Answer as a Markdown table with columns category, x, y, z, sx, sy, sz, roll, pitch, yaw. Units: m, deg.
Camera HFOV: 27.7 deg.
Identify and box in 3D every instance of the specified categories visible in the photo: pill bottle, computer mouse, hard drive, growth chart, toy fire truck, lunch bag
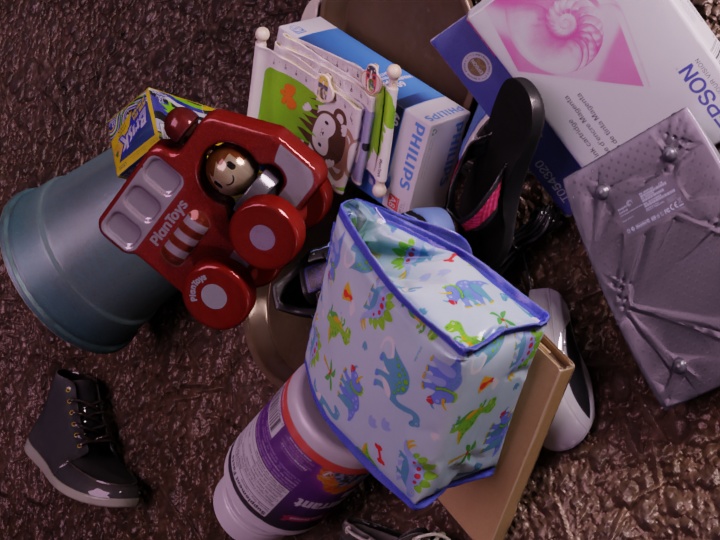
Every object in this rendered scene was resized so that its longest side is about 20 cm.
| category | x | y | z | sx | sy | sz | roll | pitch | yaw |
| --- | --- | --- | --- | --- | --- | --- | --- | --- | --- |
| pill bottle | -0.057 | 0.174 | 1.340 | 0.200 | 0.111 | 0.112 | -49 | 51 | 42 |
| computer mouse | 0.145 | 0.053 | 1.229 | 0.109 | 0.044 | 0.201 | -31 | 61 | 36 |
| hard drive | 0.249 | -0.009 | 1.122 | 0.135 | 0.042 | 0.201 | -31 | 75 | 35 |
| growth chart | -0.038 | -0.142 | 1.337 | 0.199 | 0.018 | 0.146 | 25 | 123 | 39 |
| toy fire truck | -0.130 | -0.059 | 1.322 | 0.168 | 0.112 | 0.200 | 38 | 121 | -4 |
| lunch bag | 0.036 | 0.060 | 1.184 | 0.200 | 0.127 | 0.171 | 38 | 127 | 33 |

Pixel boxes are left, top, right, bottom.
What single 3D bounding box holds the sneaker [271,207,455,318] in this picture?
| category | x | y | z | sx | sy | sz | roll | pitch | yaw |
| --- | --- | --- | --- | --- | --- | --- | --- | --- | --- |
| sneaker | 0.000 | 0.000 | 1.270 | 0.200 | 0.078 | 0.071 | -32 | 70 | 49 |

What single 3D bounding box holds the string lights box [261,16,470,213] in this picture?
| category | x | y | z | sx | sy | sz | roll | pitch | yaw |
| --- | --- | --- | --- | --- | --- | --- | --- | --- | --- |
| string lights box | 0.002 | -0.143 | 1.351 | 0.200 | 0.059 | 0.103 | 36 | 129 | 31 |

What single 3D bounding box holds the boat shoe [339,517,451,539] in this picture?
| category | x | y | z | sx | sy | sz | roll | pitch | yaw |
| --- | --- | --- | --- | --- | --- | --- | --- | --- | --- |
| boat shoe | 0.049 | 0.255 | 1.261 | 0.199 | 0.070 | 0.064 | 5 | 86 | 46 |

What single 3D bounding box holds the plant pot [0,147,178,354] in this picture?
| category | x | y | z | sx | sy | sz | roll | pitch | yaw |
| --- | --- | --- | --- | --- | --- | --- | --- | --- | --- |
| plant pot | -0.235 | -0.047 | 1.523 | 0.196 | 0.200 | 0.201 | -32 | 60 | 25 |

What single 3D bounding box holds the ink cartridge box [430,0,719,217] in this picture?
| category | x | y | z | sx | sy | sz | roll | pitch | yaw |
| --- | --- | --- | --- | --- | --- | --- | --- | --- | --- |
| ink cartridge box | 0.181 | -0.153 | 1.161 | 0.200 | 0.043 | 0.197 | -33 | 103 | 33 |

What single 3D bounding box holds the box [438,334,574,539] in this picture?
| category | x | y | z | sx | sy | sz | roll | pitch | yaw |
| --- | --- | --- | --- | --- | --- | --- | --- | --- | --- |
| box | 0.095 | 0.112 | 1.239 | 0.164 | 0.021 | 0.201 | 47 | 132 | 40 |

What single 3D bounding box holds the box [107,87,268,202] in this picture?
| category | x | y | z | sx | sy | sz | roll | pitch | yaw |
| --- | --- | --- | --- | --- | --- | --- | --- | --- | --- |
| box | -0.148 | -0.113 | 1.433 | 0.070 | 0.199 | 0.065 | -33 | 60 | 33 |

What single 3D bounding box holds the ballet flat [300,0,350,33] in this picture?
| category | x | y | z | sx | sy | sz | roll | pitch | yaw |
| --- | --- | --- | --- | --- | --- | --- | --- | --- | --- |
| ballet flat | -0.006 | -0.271 | 1.424 | 0.201 | 0.072 | 0.072 | -52 | 51 | 22 |

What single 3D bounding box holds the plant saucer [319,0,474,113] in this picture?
| category | x | y | z | sx | sy | sz | roll | pitch | yaw |
| --- | --- | --- | --- | --- | --- | --- | --- | --- | --- |
| plant saucer | 0.040 | -0.210 | 1.351 | 0.199 | 0.029 | 0.201 | 20 | 118 | 41 |

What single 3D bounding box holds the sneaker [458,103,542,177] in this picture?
| category | x | y | z | sx | sy | sz | roll | pitch | yaw |
| --- | --- | --- | --- | --- | --- | --- | --- | --- | --- |
| sneaker | 0.144 | -0.165 | 1.267 | 0.201 | 0.078 | 0.089 | -60 | 26 | 24 |

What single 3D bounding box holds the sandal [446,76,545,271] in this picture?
| category | x | y | z | sx | sy | sz | roll | pitch | yaw |
| --- | --- | --- | --- | --- | --- | --- | --- | --- | --- |
| sandal | 0.101 | -0.074 | 1.202 | 0.075 | 0.045 | 0.201 | 59 | 150 | 36 |

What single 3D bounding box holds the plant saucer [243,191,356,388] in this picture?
| category | x | y | z | sx | sy | sz | roll | pitch | yaw |
| --- | --- | --- | --- | --- | --- | --- | --- | --- | --- |
| plant saucer | -0.038 | 0.021 | 1.411 | 0.199 | 0.029 | 0.201 | -10 | 75 | 41 |

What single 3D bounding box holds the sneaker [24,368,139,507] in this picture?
| category | x | y | z | sx | sy | sz | roll | pitch | yaw |
| --- | --- | --- | --- | --- | --- | --- | --- | --- | --- |
| sneaker | -0.301 | 0.183 | 1.603 | 0.200 | 0.075 | 0.107 | 25 | 101 | 44 |
